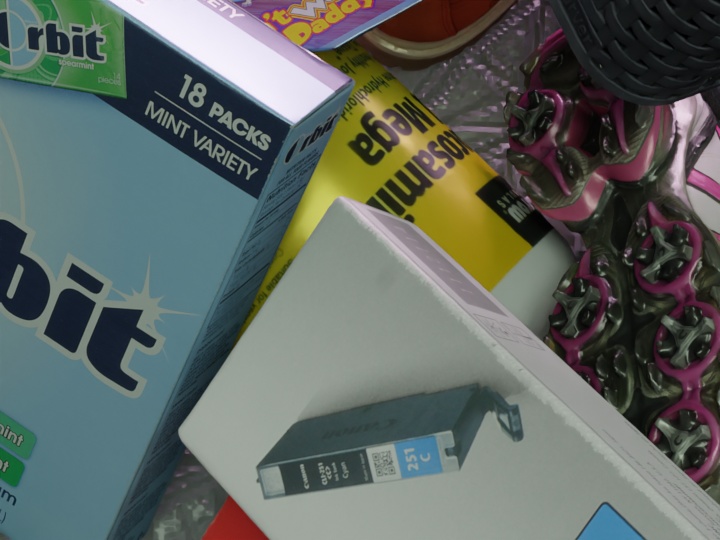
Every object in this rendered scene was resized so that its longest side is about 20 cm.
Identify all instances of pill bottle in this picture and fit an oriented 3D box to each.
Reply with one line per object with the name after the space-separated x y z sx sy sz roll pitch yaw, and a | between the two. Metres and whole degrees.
0.000 0.000 0.834 0.200 0.112 0.112 43 80 4 | pill bottle

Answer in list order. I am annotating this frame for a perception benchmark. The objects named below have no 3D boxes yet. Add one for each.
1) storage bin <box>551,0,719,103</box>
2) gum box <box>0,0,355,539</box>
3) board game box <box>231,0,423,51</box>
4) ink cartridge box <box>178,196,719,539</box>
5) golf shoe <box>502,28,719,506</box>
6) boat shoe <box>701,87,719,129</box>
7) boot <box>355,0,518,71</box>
0.142 -0.148 0.736 0.199 0.094 0.136 -21 82 -28 | storage bin
-0.115 -0.021 0.789 0.169 0.201 0.045 34 34 10 | gum box
0.005 -0.156 0.801 0.199 0.039 0.158 -29 48 -5 | board game box
0.015 0.106 0.715 0.200 0.045 0.177 43 106 37 | ink cartridge box
0.103 0.011 0.773 0.092 0.072 0.201 33 40 -36 | golf shoe
0.163 -0.042 0.880 0.067 0.074 0.201 -31 96 -12 | boat shoe
0.073 -0.162 0.873 0.075 0.107 0.200 39 78 5 | boot
